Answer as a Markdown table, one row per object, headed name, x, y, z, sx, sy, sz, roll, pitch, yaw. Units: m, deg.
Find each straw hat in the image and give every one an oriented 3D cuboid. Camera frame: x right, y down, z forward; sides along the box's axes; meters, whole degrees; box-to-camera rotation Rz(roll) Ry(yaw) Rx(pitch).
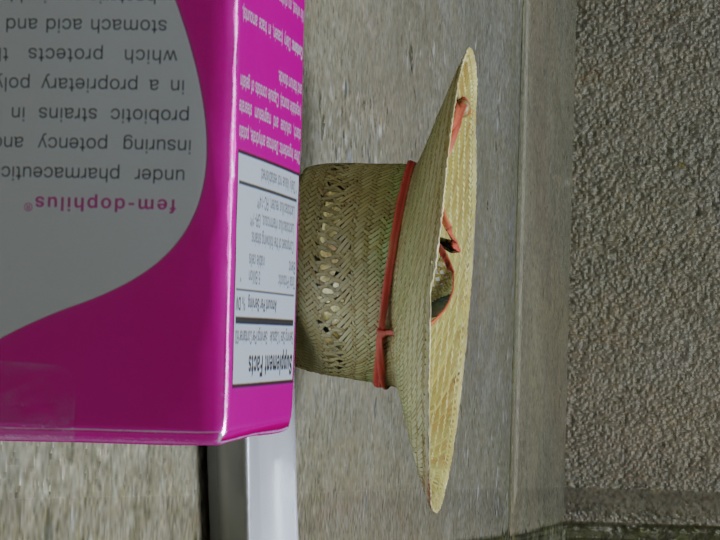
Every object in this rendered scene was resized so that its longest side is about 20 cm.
| name | x | y | z | sx | sy | sz | roll | pitch | yaw |
| --- | --- | --- | --- | --- | --- | --- | --- | --- | --- |
| straw hat | 0.000 | 0.000 | 1.191 | 0.201 | 0.085 | 0.202 | 4 | 90 | -84 |

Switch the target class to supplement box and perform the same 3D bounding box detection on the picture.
| name | x | y | z | sx | sy | sz | roll | pitch | yaw |
| --- | --- | --- | --- | --- | --- | --- | --- | --- | --- |
| supplement box | -0.069 | -0.060 | 0.658 | 0.103 | 0.101 | 0.201 | 19 | 73 | -82 |

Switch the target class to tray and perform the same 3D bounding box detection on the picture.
| name | x | y | z | sx | sy | sz | roll | pitch | yaw |
| --- | --- | --- | --- | --- | --- | --- | --- | --- | --- |
| tray | -0.044 | 0.096 | 1.125 | 0.107 | 0.022 | 0.201 | -60 | 150 | -72 |
